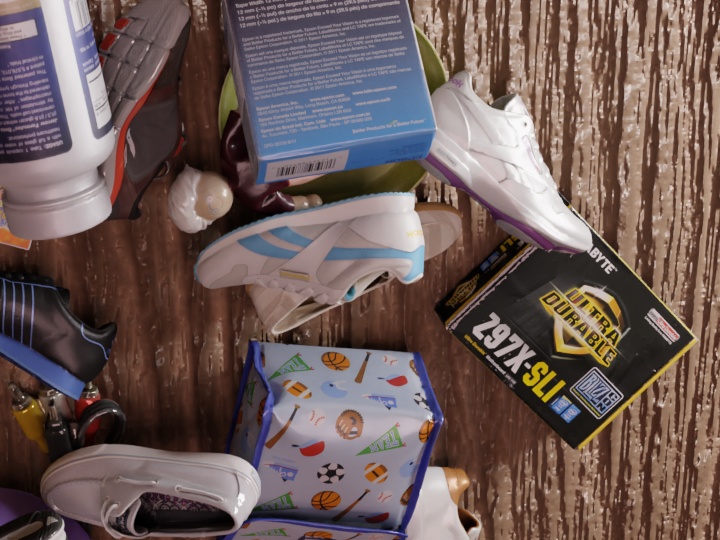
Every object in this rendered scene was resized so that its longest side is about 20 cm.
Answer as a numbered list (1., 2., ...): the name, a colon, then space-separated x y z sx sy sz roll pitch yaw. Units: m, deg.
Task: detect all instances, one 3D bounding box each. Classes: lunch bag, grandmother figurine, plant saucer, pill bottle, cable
1. lunch bag: -0.034 0.177 1.427 0.170 0.124 0.200 7 124 -16
2. grandmother figurine: -0.069 -0.092 1.305 0.200 0.061 0.121 -27 107 -4
3. plant saucer: -0.024 -0.137 1.345 0.200 0.031 0.200 -5 114 -12
4. pill bottle: -0.249 -0.130 1.198 0.111 0.111 0.200 -13 112 -9
5. cable: -0.254 0.175 1.419 0.097 0.050 0.200 -8 124 -9

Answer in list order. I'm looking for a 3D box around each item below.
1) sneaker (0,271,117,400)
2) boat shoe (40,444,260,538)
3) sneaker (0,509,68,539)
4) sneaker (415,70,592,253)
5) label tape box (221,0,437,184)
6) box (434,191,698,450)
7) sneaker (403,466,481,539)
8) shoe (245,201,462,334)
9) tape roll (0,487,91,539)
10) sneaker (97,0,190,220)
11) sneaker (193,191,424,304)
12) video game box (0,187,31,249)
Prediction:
1. sneaker: -0.299 0.027 1.331 0.200 0.070 0.078 36 77 -18
2. boat shoe: -0.186 0.198 1.347 0.200 0.069 0.072 4 121 12
3. sneaker: -0.317 0.286 1.307 0.200 0.076 0.115 -21 113 4
4. sneaker: 0.133 -0.089 1.345 0.200 0.075 0.100 37 84 -22
5. label tape box: -0.032 -0.179 1.259 0.143 0.066 0.200 -10 72 -8
6. box: 0.191 0.049 1.467 0.160 0.049 0.200 -43 115 8
7. sneaker: 0.077 0.281 1.520 0.085 0.073 0.200 -6 115 -14
8. shoe: 0.000 0.000 1.383 0.200 0.053 0.070 -22 144 0
9. tape roll: -0.331 0.297 1.401 0.200 0.085 0.200 -2 116 -3
10. sneaker: -0.178 -0.130 1.300 0.082 0.077 0.200 10 113 -46
11. sneaker: -0.045 -0.008 1.316 0.200 0.077 0.081 -13 86 17
12. video game box: -0.336 -0.127 1.263 0.200 0.047 0.182 15 110 -19
